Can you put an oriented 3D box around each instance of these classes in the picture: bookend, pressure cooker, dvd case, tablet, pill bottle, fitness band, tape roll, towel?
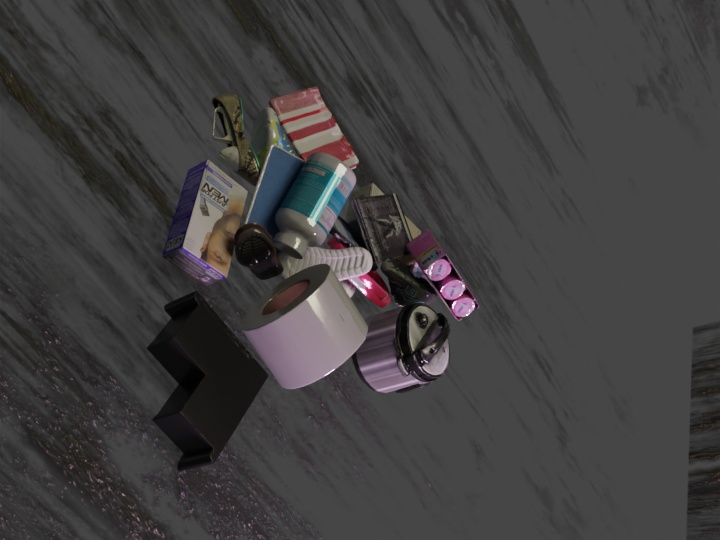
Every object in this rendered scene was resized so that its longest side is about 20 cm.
[{"bbox_3d":[-0.279,0.180,1.296,0.199,0.092,0.201,52,40,-21],"label":"bookend"},{"bbox_3d":[0.099,0.165,1.716,0.178,0.199,0.178,26,53,-45],"label":"pressure cooker"},{"bbox_3d":[0.056,-0.099,1.809,0.199,0.016,0.150,-15,85,-58],"label":"dvd case"},{"bbox_3d":[-0.168,-0.138,1.586,0.130,0.014,0.202,23,84,-50],"label":"tablet"},{"bbox_3d":[-0.097,-0.125,1.577,0.111,0.110,0.201,40,71,-35],"label":"pill bottle"},{"bbox_3d":[0.000,0.000,1.746,0.200,0.037,0.144,45,12,-31],"label":"fitness band"},{"bbox_3d":[-0.045,-0.091,1.741,0.200,0.018,0.143,42,13,-35],"label":"dvd case"},{"bbox_3d":[-0.104,0.102,1.474,0.140,0.201,0.203,58,37,-17],"label":"tape roll"},{"bbox_3d":[-0.096,-0.292,1.698,0.144,0.023,0.201,-30,89,-43],"label":"towel"}]

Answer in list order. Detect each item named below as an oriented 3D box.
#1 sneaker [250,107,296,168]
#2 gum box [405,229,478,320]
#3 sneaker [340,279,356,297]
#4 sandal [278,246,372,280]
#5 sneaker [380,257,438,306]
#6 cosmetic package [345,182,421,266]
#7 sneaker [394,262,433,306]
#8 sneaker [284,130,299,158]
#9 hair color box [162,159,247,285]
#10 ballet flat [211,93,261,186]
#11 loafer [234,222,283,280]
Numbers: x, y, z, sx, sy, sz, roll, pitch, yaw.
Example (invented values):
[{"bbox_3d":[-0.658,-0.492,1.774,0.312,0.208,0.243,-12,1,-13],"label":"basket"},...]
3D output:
[{"bbox_3d":[-0.167,-0.232,1.650,0.104,0.075,0.202,5,81,-42],"label":"sneaker"},{"bbox_3d":[0.193,0.016,1.851,0.200,0.066,0.114,53,4,-37],"label":"gum box"},{"bbox_3d":[-0.067,0.073,1.659,0.080,0.070,0.201,42,36,-26],"label":"sneaker"},{"bbox_3d":[-0.076,-0.008,1.639,0.200,0.050,0.083,0,86,-13],"label":"sandal"},{"bbox_3d":[0.100,0.041,1.796,0.200,0.079,0.076,36,21,-45],"label":"sneaker"},{"bbox_3d":[0.057,-0.102,1.897,0.200,0.071,0.106,40,44,-35],"label":"cosmetic package"},{"bbox_3d":[0.145,0.018,1.949,0.086,0.075,0.201,32,57,-24],"label":"sneaker"},{"bbox_3d":[-0.105,-0.239,1.718,0.200,0.077,0.140,51,25,-24],"label":"sneaker"},{"bbox_3d":[-0.279,-0.088,1.449,0.109,0.064,0.202,38,48,-38],"label":"hair color box"},{"bbox_3d":[-0.255,-0.256,1.572,0.075,0.068,0.202,-8,74,-32],"label":"ballet flat"},{"bbox_3d":[-0.198,-0.045,1.489,0.200,0.072,0.072,80,-10,-69],"label":"loafer"}]
